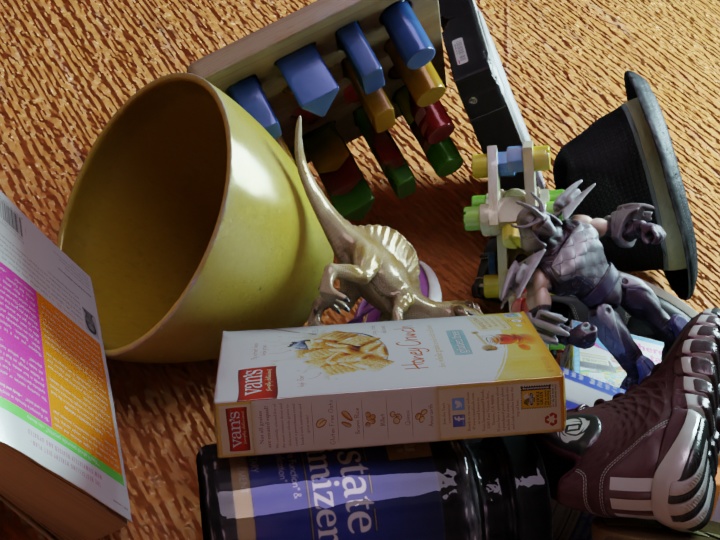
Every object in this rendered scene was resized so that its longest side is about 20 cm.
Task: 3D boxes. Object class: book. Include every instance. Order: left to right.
[{"bbox_3d":[-0.202,0.051,0.872,0.048,0.134,0.201,-24,50,11],"label":"book"}]

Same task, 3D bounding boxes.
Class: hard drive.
[{"bbox_3d":[0.118,-0.122,1.210,0.037,0.201,0.140,-19,36,9],"label":"hard drive"}]

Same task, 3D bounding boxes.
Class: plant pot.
[{"bbox_3d":[-0.102,-0.018,1.009,0.141,0.201,0.201,23,25,-39],"label":"plant pot"}]

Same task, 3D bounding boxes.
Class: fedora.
[{"bbox_3d":[0.213,-0.060,1.182,0.091,0.202,0.202,-16,37,6],"label":"fedora"}]

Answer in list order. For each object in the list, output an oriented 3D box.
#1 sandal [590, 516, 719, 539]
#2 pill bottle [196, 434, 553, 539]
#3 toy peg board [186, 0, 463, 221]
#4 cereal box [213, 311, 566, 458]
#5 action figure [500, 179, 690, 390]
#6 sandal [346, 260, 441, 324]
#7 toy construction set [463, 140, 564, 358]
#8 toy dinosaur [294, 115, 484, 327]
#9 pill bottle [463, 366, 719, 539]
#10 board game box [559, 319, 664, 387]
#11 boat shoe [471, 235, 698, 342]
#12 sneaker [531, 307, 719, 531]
[{"bbox_3d":[0.225,0.182,0.805,0.198,0.055,0.080,16,3,6],"label":"sandal"},{"bbox_3d":[0.007,0.147,0.840,0.197,0.113,0.112,-6,39,-9],"label":"pill bottle"},{"bbox_3d":[-0.009,-0.118,1.115,0.198,0.199,0.098,-27,69,-5],"label":"toy peg board"},{"bbox_3d":[0.013,0.065,0.854,0.197,0.040,0.144,-4,14,-3],"label":"cereal box"},{"bbox_3d":[0.176,0.020,0.984,0.200,0.069,0.130,45,73,-12],"label":"action figure"},{"bbox_3d":[0.014,0.050,1.020,0.050,0.082,0.204,40,31,-21],"label":"sandal"},{"bbox_3d":[0.112,0.013,1.054,0.091,0.203,0.131,11,-5,11],"label":"toy construction set"},{"bbox_3d":[0.000,0.000,0.967,0.200,0.058,0.101,43,50,-11],"label":"toy dinosaur"},{"bbox_3d":[0.140,0.126,0.945,0.198,0.113,0.112,19,35,6],"label":"pill bottle"},{"bbox_3d":[0.249,0.113,1.071,0.197,0.035,0.135,14,36,-2],"label":"board game box"},{"bbox_3d":[0.186,0.031,1.149,0.198,0.072,0.068,23,73,-1],"label":"boat shoe"},{"bbox_3d":[0.162,0.083,0.868,0.114,0.077,0.200,-4,22,23],"label":"sneaker"}]
